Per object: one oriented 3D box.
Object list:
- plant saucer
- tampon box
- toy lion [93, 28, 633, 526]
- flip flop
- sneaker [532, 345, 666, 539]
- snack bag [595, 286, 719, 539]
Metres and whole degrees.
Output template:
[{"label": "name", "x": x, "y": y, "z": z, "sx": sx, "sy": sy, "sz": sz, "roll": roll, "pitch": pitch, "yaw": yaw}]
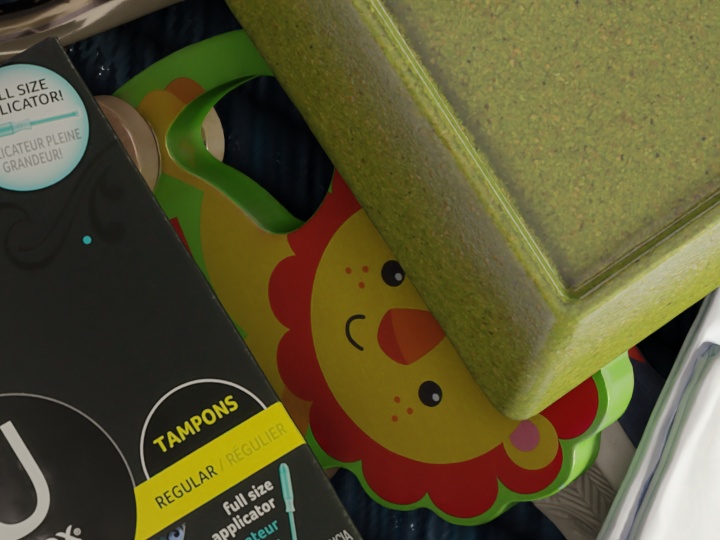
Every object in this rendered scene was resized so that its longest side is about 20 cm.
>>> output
[{"label": "plant saucer", "x": 0.081, "y": -0.080, "z": 0.776, "sx": 0.199, "sy": 0.048, "sz": 0.200, "roll": -34, "pitch": 101, "yaw": -2}, {"label": "tampon box", "x": -0.116, "y": 0.056, "z": 0.793, "sx": 0.150, "sy": 0.126, "sz": 0.200, "roll": -31, "pitch": 84, "yaw": -16}, {"label": "toy lion", "x": 0.000, "y": 0.000, "z": 0.869, "sx": 0.191, "sy": 0.069, "sz": 0.201, "roll": -23, "pitch": 89, "yaw": 29}, {"label": "flip flop", "x": -0.135, "y": -0.072, "z": 0.908, "sx": 0.199, "sy": 0.081, "sz": 0.058, "roll": -21, "pitch": 105, "yaw": -9}, {"label": "sneaker", "x": 0.122, "y": 0.093, "z": 0.926, "sx": 0.084, "sy": 0.075, "sz": 0.201, "roll": -43, "pitch": 111, "yaw": -37}, {"label": "snack bag", "x": 0.184, "y": 0.067, "z": 0.896, "sx": 0.188, "sy": 0.021, "sz": 0.201, "roll": 32, "pitch": 75, "yaw": -33}]
